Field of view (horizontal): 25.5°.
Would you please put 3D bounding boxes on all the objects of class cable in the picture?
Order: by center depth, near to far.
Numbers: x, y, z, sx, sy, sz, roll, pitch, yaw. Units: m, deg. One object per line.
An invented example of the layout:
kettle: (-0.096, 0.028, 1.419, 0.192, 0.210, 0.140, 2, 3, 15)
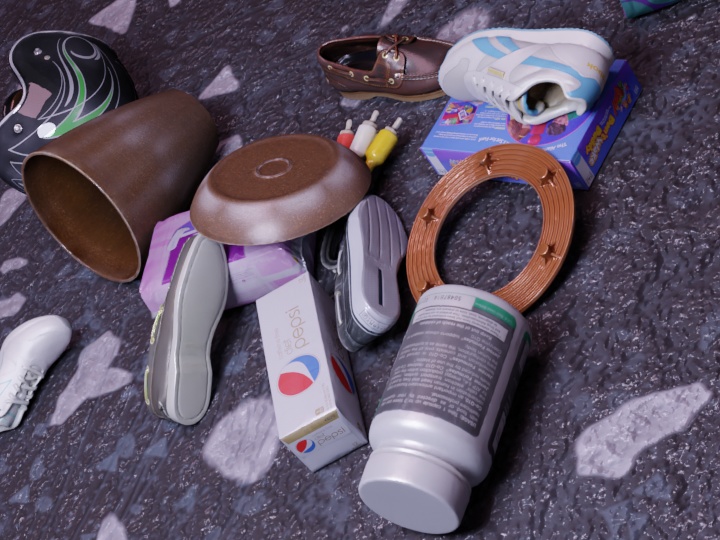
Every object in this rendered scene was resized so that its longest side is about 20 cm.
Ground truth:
cable: (-0.020, -0.087, 1.738, 0.096, 0.050, 0.201, -1, 52, 34)

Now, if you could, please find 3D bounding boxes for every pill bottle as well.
pill bottle: (0.074, 0.123, 1.417, 0.112, 0.113, 0.201, -3, 51, 37)

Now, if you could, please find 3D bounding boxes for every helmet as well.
helmet: (-0.374, -0.183, 2.003, 0.199, 0.200, 0.192, -20, 62, 23)

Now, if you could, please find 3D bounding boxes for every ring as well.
ring: (0.123, -0.036, 1.566, 0.199, 0.019, 0.202, -21, 54, 32)

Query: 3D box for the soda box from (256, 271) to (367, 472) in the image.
soda box: (-0.050, 0.098, 1.580, 0.068, 0.064, 0.201, -29, 41, 13)

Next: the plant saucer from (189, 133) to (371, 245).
plant saucer: (-0.089, -0.095, 1.686, 0.199, 0.037, 0.201, -10, 31, 6)

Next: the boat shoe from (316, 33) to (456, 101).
boat shoe: (0.035, -0.237, 1.822, 0.199, 0.070, 0.071, -1, 52, 37)

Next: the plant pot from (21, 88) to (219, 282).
plant pot: (-0.267, -0.122, 1.891, 0.186, 0.188, 0.200, 9, 45, 43)

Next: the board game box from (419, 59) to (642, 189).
board game box: (0.175, -0.157, 1.653, 0.199, 0.045, 0.135, 10, 60, 44)

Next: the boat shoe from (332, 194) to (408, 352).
boat shoe: (0.000, 0.000, 1.625, 0.071, 0.072, 0.201, -42, 24, 31)

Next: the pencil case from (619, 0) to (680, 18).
pencil case: (0.350, -0.335, 1.647, 0.199, 0.085, 0.093, -16, 71, 26)

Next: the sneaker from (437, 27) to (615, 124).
sneaker: (0.156, -0.193, 1.608, 0.199, 0.077, 0.081, 0, 55, 41)

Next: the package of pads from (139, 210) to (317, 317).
package of pads: (-0.141, -0.020, 1.754, 0.199, 0.076, 0.121, -17, 43, 26)

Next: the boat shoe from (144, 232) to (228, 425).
boat shoe: (-0.188, 0.058, 1.676, 0.060, 0.072, 0.204, 5, 85, 41)

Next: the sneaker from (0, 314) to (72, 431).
sneaker: (-0.400, 0.136, 1.831, 0.200, 0.070, 0.080, -44, 48, 5)
